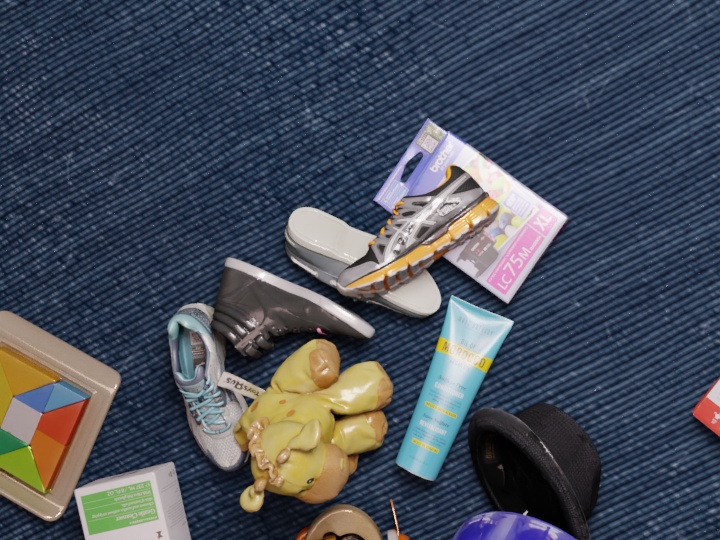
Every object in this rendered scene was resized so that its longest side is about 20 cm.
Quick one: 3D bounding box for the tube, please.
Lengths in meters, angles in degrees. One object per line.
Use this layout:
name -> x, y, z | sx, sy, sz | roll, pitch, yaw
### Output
tube -> 0.101, 0.136, 1.485 | 0.076, 0.050, 0.202 | 22, 90, 2

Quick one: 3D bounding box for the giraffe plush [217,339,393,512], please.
giraffe plush -> -0.063, 0.183, 1.420 | 0.197, 0.163, 0.175 | 8, 115, -6

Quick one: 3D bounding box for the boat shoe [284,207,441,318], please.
boat shoe -> 0.000, 0.000, 1.501 | 0.198, 0.073, 0.062 | 30, 140, 2

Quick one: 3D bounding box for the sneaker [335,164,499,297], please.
sneaker -> 0.054, -0.039, 1.431 | 0.199, 0.078, 0.078 | -33, 80, -6

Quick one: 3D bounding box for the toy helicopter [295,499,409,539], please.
toy helicopter -> 0.019, 0.356, 1.501 | 0.131, 0.079, 0.201 | -34, 96, 1

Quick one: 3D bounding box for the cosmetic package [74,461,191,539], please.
cosmetic package -> -0.255, 0.339, 1.536 | 0.106, 0.085, 0.203 | -15, 88, 8

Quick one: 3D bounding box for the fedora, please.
fedora -> 0.206, 0.219, 1.425 | 0.091, 0.201, 0.202 | -33, 84, -24

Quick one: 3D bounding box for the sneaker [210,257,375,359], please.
sneaker -> -0.084, 0.066, 1.497 | 0.198, 0.071, 0.100 | 21, 85, 16

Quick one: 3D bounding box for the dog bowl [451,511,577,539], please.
dog bowl -> 0.174, 0.356, 1.400 | 0.198, 0.079, 0.202 | 20, 137, 19

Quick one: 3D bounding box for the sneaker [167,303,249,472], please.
sneaker -> -0.185, 0.140, 1.516 | 0.077, 0.086, 0.203 | -19, 88, 11

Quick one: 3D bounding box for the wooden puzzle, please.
wooden puzzle -> -0.407, 0.177, 1.586 | 0.183, 0.037, 0.202 | 27, 96, 10

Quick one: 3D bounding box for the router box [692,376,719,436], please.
router box -> 0.484, 0.142, 1.375 | 0.199, 0.049, 0.181 | 39, 112, 14

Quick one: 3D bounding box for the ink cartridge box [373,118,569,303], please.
ink cartridge box -> 0.122, -0.069, 1.476 | 0.199, 0.042, 0.120 | 37, 97, 10
